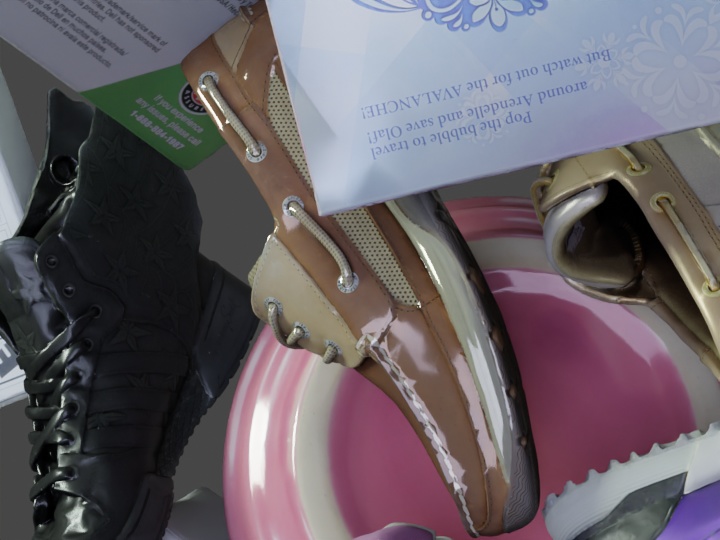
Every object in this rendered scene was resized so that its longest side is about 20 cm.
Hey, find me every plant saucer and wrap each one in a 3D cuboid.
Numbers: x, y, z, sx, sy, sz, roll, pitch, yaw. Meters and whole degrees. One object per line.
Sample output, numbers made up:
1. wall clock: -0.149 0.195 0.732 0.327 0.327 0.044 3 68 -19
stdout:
1. plant saucer: 0.051 0.067 0.949 0.199 0.051 0.202 0 73 0

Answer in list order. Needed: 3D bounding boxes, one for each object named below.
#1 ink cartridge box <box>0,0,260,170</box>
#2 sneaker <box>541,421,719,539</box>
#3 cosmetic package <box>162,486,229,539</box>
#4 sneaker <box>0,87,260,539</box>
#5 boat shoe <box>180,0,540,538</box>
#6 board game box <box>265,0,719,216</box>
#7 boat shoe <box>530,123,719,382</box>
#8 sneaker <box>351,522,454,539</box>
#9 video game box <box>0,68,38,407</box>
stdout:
1. ink cartridge box: -0.033 -0.145 0.938 0.200 0.145 0.084 -36 55 13
2. sneaker: 0.154 0.085 0.846 0.199 0.069 0.100 -28 63 31
3. cosmetic package: -0.016 0.182 0.999 0.200 0.081 0.113 37 101 10
4. sneaker: -0.101 0.029 0.976 0.104 0.200 0.060 41 141 -20
5. boat shoe: 0.000 0.000 0.910 0.071 0.076 0.201 -25 74 4
6. board game box: 0.060 -0.137 0.828 0.199 0.043 0.200 -13 101 7
7. boat shoe: 0.090 -0.023 0.909 0.069 0.200 0.074 -31 125 -13
8. sneaker: 0.028 0.174 0.889 0.088 0.081 0.201 -17 116 24
9. video game box: -0.213 -0.023 1.049 0.181 0.047 0.201 -20 89 11
